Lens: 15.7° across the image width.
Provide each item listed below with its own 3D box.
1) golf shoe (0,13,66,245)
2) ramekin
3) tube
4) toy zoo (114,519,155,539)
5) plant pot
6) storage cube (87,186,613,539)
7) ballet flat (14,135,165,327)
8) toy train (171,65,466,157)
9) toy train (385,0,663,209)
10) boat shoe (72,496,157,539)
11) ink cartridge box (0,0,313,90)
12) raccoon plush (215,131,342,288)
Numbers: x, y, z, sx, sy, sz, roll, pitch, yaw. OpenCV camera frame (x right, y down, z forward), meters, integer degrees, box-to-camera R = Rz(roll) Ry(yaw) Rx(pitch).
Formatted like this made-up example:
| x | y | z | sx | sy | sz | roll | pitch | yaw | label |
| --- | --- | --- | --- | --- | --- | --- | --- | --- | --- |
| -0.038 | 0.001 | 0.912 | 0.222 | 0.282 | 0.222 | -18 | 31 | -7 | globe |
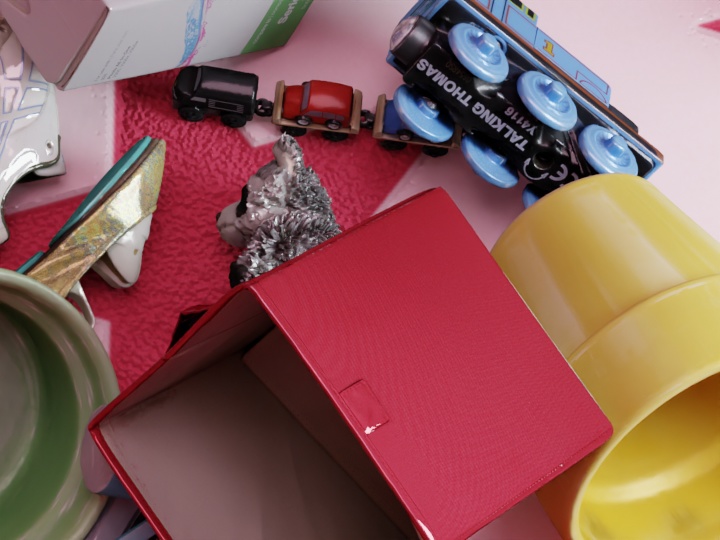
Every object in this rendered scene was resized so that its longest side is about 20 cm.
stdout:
| x | y | z | sx | sy | sz | roll | pitch | yaw | label |
| --- | --- | --- | --- | --- | --- | --- | --- | --- | --- |
| -0.223 | -0.101 | 1.681 | 0.097 | 0.078 | 0.200 | 35 | 67 | -11 | golf shoe |
| -0.247 | 0.088 | 1.513 | 0.199 | 0.098 | 0.201 | -5 | 101 | -25 | ramekin |
| -0.063 | 0.116 | 1.523 | 0.199 | 0.050 | 0.078 | 11 | 74 | -29 | tube |
| -0.081 | 0.194 | 1.527 | 0.200 | 0.020 | 0.131 | -32 | 91 | -30 | toy zoo |
| 0.170 | 0.049 | 1.570 | 0.200 | 0.201 | 0.189 | -20 | 53 | -14 | plant pot |
| -0.005 | 0.086 | 1.437 | 0.180 | 0.171 | 0.200 | -27 | 79 | -48 | storage cube |
| -0.178 | 0.001 | 1.632 | 0.071 | 0.071 | 0.200 | 38 | 67 | 13 | ballet flat |
| -0.024 | -0.106 | 1.700 | 0.199 | 0.046 | 0.034 | 8 | 64 | -1 | toy train |
| 0.104 | -0.106 | 1.666 | 0.200 | 0.087 | 0.114 | 37 | 33 | -13 | toy train |
| -0.147 | 0.157 | 1.554 | 0.057 | 0.069 | 0.200 | 43 | 76 | -32 | boat shoe |
| -0.140 | -0.207 | 1.673 | 0.200 | 0.088 | 0.146 | -17 | 64 | -42 | ink cartridge box |
| 0.000 | 0.000 | 1.628 | 0.199 | 0.097 | 0.134 | 18 | 59 | 4 | raccoon plush |
